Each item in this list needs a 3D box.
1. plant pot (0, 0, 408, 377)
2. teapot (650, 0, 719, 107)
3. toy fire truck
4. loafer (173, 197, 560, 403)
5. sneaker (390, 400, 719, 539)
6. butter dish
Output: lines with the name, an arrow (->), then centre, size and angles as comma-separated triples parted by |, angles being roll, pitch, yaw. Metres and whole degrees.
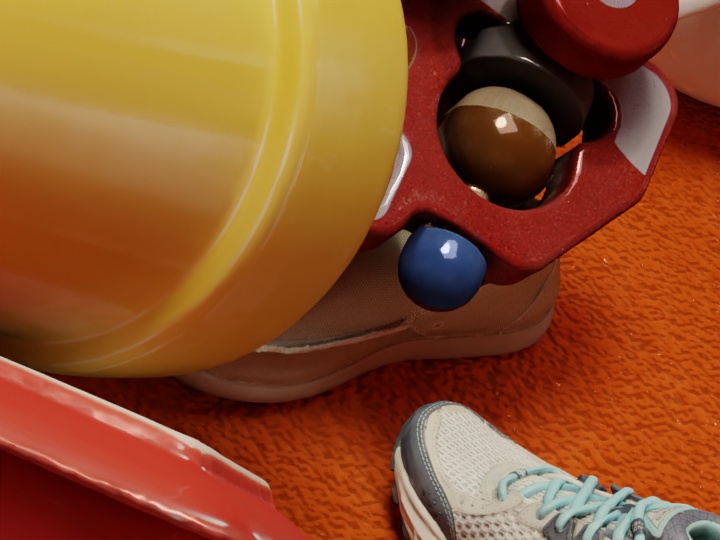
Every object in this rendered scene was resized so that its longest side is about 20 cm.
plant pot -> -0.116, -0.068, 0.673 | 0.201, 0.201, 0.189 | 46, 19, 26
teapot -> 0.170, -0.167, 1.072 | 0.146, 0.200, 0.198 | -3, 68, 26
toy fire truck -> 0.023, -0.074, 0.827 | 0.200, 0.112, 0.168 | 34, 62, -13
loafer -> 0.000, 0.000, 0.868 | 0.199, 0.068, 0.076 | -9, 47, -34
sneaker -> 0.097, 0.106, 0.781 | 0.200, 0.086, 0.078 | 41, 43, 21
butter dish -> -0.122, 0.102, 0.646 | 0.199, 0.199, 0.148 | 22, 83, 10
